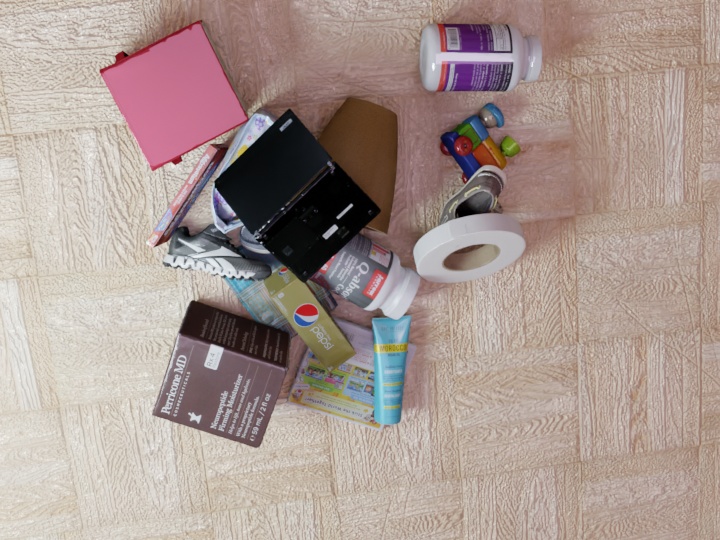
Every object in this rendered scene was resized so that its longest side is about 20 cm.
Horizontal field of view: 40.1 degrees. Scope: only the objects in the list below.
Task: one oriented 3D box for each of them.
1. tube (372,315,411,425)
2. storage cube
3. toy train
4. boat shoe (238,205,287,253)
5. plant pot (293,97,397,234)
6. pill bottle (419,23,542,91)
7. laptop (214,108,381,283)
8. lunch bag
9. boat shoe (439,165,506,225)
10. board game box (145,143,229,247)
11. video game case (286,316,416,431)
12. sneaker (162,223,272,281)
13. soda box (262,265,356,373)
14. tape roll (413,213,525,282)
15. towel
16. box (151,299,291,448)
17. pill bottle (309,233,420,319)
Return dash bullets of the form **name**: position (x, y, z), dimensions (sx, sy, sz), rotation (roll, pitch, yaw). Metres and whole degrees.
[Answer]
- **tube**: position (0.054, 0.183, 1.828), dimensions (0.077, 0.050, 0.203), rotation (-4, 103, -24)
- **storage cube**: position (-0.299, -0.290, 1.618), dimensions (0.178, 0.171, 0.202), rotation (-27, 106, 0)
- **toy train**: position (0.241, -0.190, 1.760), dimensions (0.116, 0.085, 0.201), rotation (-41, 106, -9)
- **boat shoe**: position (-0.145, -0.078, 1.684), dimensions (0.198, 0.093, 0.076), rotation (-5, 72, 30)
- **plant pot**: position (-0.009, -0.184, 1.688), dimensions (0.184, 0.186, 0.202), rotation (19, 91, -11)
- **pill bottle**: position (0.204, -0.364, 1.686), dimensions (0.197, 0.113, 0.114), rotation (0, 105, -7)
- **laptop**: position (-0.101, -0.117, 1.585), dimensions (0.177, 0.103, 0.200), rotation (-42, 124, 7)
- **lunch bag**: position (-0.178, -0.162, 1.667), dimensions (0.126, 0.170, 0.201), rotation (33, 97, -9)
- **boat shoe**: position (0.187, -0.102, 1.729), dimensions (0.071, 0.060, 0.200), rotation (32, 139, -5)
- **board game box**: position (-0.296, -0.131, 1.695), dimensions (0.019, 0.103, 0.201), rotation (35, 99, -1)
- **video game case**: position (-0.017, 0.193, 1.849), dimensions (0.198, 0.023, 0.184), rotation (19, 102, -17)
- **sneaker**: position (-0.248, -0.034, 1.732), dimensions (0.198, 0.066, 0.092), rotation (11, 91, 10)
- **soda box**: position (-0.088, 0.084, 1.734), dimensions (0.064, 0.068, 0.201), rotation (-35, 121, 0)
- **tape roll**: position (0.192, -0.037, 1.740), dimensions (0.200, 0.203, 0.037), rotation (-9, 65, -4)
- **towel**: position (-0.152, 0.027, 1.797), dimensions (0.146, 0.022, 0.201), rotation (-34, 106, 4)
- **box**: position (-0.241, 0.182, 1.744), dimensions (0.198, 0.164, 0.168), rotation (18, 107, -8)
- **pill bottle**: position (0.000, 0.000, 1.758), dimensions (0.199, 0.116, 0.117), rotation (28, 100, -13)
